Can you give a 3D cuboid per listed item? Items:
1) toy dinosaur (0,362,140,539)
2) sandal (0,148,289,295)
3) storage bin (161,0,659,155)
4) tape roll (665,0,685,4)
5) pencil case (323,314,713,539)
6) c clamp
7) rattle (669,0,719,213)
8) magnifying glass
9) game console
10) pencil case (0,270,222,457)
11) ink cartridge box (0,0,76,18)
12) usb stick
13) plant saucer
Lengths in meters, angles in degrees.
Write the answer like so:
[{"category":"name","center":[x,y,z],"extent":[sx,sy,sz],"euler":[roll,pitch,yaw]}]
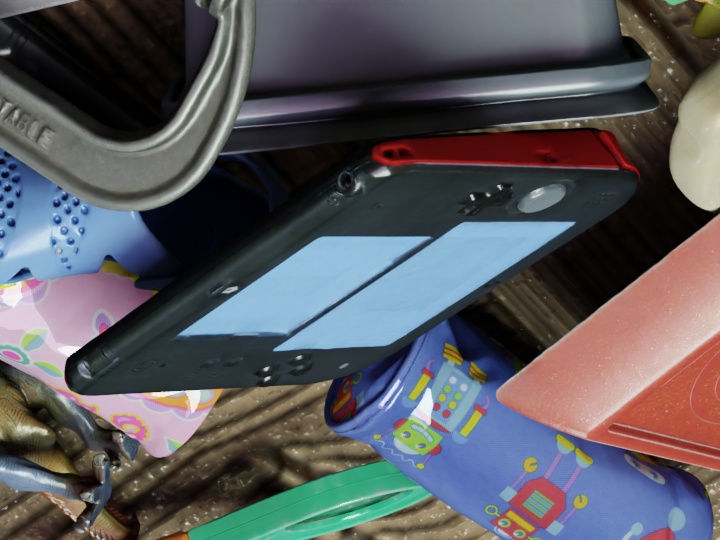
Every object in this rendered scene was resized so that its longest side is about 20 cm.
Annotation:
[{"category":"toy dinosaur","center":[-0.199,0.070,1.356],"extent":[0.181,0.105,0.200],"euler":[15,139,9]},{"category":"sandal","center":[-0.108,-0.028,1.204],"extent":[0.200,0.080,0.087],"euler":[4,170,-26]},{"category":"storage bin","center":[0.015,-0.129,1.192],"extent":[0.200,0.146,0.134],"euler":[-4,101,2]},{"category":"tape roll","center":[0.101,-0.199,1.087],"extent":[0.048,0.200,0.200],"euler":[-21,126,14]},{"category":"pencil case","center":[0.076,0.085,1.376],"extent":[0.200,0.087,0.078],"euler":[34,117,-24]},{"category":"c clamp","center":[-0.117,-0.126,1.129],"extent":[0.200,0.027,0.171],"euler":[39,106,5]},{"category":"rattle","center":[0.162,-0.088,1.276],"extent":[0.130,0.143,0.200],"euler":[-59,159,-3]},{"category":"magnifying glass","center":[-0.060,0.128,1.407],"extent":[0.200,0.022,0.080],"euler":[-16,168,3]},{"category":"game console","center":[0.000,0.000,1.189],"extent":[0.200,0.031,0.177],"euler":[-35,163,36]},{"category":"pencil case","center":[-0.145,0.001,1.275],"extent":[0.200,0.087,0.087],"euler":[31,120,-19]},{"category":"ink cartridge box","center":[-0.226,-0.173,1.173],"extent":[0.200,0.045,0.176],"euler":[-12,117,7]},{"category":"usb stick","center":[-0.132,-0.069,1.283],"extent":[0.200,0.033,0.055],"euler":[37,113,-26]},{"category":"plant saucer","center":[0.191,0.028,1.311],"extent":[0.200,0.037,0.200],"euler":[-40,148,24]}]
